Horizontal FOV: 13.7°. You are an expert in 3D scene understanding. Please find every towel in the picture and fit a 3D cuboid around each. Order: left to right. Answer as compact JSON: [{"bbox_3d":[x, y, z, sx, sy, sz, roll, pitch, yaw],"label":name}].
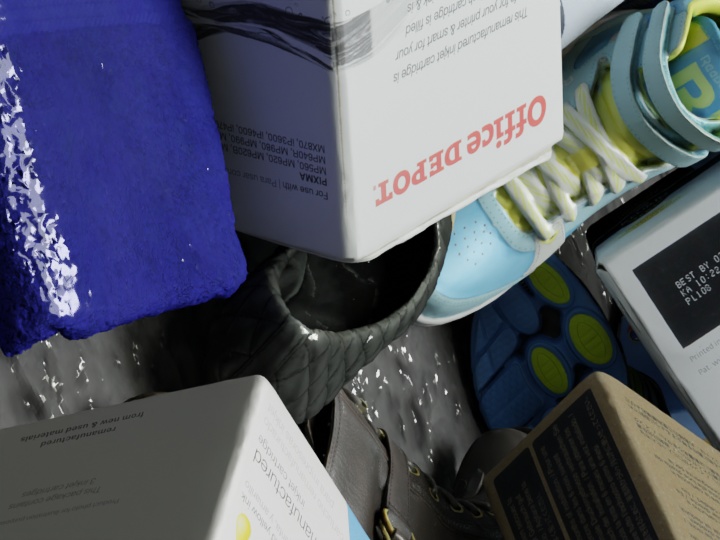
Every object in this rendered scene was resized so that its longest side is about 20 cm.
[{"bbox_3d":[-0.109,-0.077,1.027,0.147,0.049,0.201,-15,90,-62],"label":"towel"}]

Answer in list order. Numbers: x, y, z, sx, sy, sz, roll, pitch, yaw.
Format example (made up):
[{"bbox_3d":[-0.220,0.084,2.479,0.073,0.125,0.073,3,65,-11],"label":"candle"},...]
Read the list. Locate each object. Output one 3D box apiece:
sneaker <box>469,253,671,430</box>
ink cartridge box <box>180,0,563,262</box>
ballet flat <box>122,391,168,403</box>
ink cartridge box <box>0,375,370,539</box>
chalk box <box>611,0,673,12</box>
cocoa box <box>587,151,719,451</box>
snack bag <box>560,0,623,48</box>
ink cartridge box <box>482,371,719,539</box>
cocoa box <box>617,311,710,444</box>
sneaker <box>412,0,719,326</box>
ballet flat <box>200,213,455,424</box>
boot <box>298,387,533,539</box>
[{"bbox_3d":[0.103,0.068,1.389,0.200,0.070,0.083,58,11,-32],"label":"sneaker"},{"bbox_3d":[0.003,-0.123,1.116,0.144,0.083,0.201,-30,124,-46],"label":"ink cartridge box"},{"bbox_3d":[-0.048,0.140,1.047,0.067,0.046,0.201,-16,93,-64],"label":"ballet flat"},{"bbox_3d":[-0.074,0.154,0.893,0.129,0.125,0.201,59,30,-34],"label":"ink cartridge box"},{"bbox_3d":[0.093,-0.166,1.398,0.200,0.123,0.126,27,54,-60],"label":"chalk box"},{"bbox_3d":[0.218,-0.011,1.339,0.134,0.199,0.131,56,5,-5],"label":"cocoa box"},{"bbox_3d":[0.022,-0.147,1.215,0.200,0.021,0.189,-39,121,-14],"label":"snack bag"},{"bbox_3d":[0.154,0.153,1.174,0.200,0.075,0.165,35,21,-32],"label":"ink cartridge box"},{"bbox_3d":[0.241,0.056,1.509,0.134,0.199,0.132,58,32,-38],"label":"cocoa box"},{"bbox_3d":[0.096,-0.055,1.270,0.200,0.130,0.080,-44,105,-26],"label":"sneaker"},{"bbox_3d":[0.000,0.000,1.149,0.066,0.057,0.200,45,35,-6],"label":"ballet flat"},{"bbox_3d":[0.021,0.091,1.198,0.174,0.069,0.201,50,28,-30],"label":"boot"}]
